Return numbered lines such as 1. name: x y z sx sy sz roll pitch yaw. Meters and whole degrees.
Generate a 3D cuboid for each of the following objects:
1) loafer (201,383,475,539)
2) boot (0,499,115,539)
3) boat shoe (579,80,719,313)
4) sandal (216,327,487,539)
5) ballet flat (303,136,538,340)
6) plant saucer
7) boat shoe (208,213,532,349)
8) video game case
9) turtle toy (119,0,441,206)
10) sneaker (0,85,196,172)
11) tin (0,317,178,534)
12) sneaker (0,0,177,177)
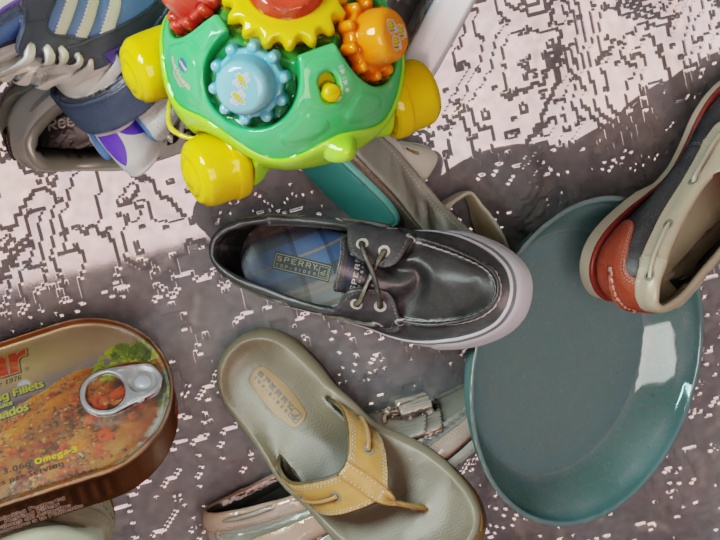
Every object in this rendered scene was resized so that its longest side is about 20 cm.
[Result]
1. loafer: -0.005 0.119 1.807 0.200 0.072 0.063 -36 101 5
2. boot: -0.232 0.194 1.741 0.199 0.155 0.072 -23 108 -3
3. boat shoe: 0.212 -0.050 1.765 0.200 0.062 0.071 -45 123 -20
4. sandal: -0.014 0.107 1.756 0.200 0.054 0.080 43 94 19
5. ballet flat: 0.033 -0.037 1.778 0.200 0.067 0.064 48 66 -19
6. plant saucer: 0.126 0.051 1.787 0.199 0.036 0.201 -12 108 -41
7. boat shoe: 0.000 0.000 1.714 0.199 0.066 0.070 15 94 32
8. video game case: 0.078 -0.206 1.665 0.024 0.182 0.201 28 100 -3
9. turtle toy: -0.051 -0.134 1.550 0.145 0.200 0.101 -22 150 -18
10. sneaker: -0.106 -0.095 1.716 0.199 0.089 0.074 -21 108 -5
11. tin: -0.203 0.095 1.746 0.199 0.112 0.042 -17 149 -4
12. sneaker: -0.153 -0.108 1.594 0.080 0.200 0.147 -9 110 38
